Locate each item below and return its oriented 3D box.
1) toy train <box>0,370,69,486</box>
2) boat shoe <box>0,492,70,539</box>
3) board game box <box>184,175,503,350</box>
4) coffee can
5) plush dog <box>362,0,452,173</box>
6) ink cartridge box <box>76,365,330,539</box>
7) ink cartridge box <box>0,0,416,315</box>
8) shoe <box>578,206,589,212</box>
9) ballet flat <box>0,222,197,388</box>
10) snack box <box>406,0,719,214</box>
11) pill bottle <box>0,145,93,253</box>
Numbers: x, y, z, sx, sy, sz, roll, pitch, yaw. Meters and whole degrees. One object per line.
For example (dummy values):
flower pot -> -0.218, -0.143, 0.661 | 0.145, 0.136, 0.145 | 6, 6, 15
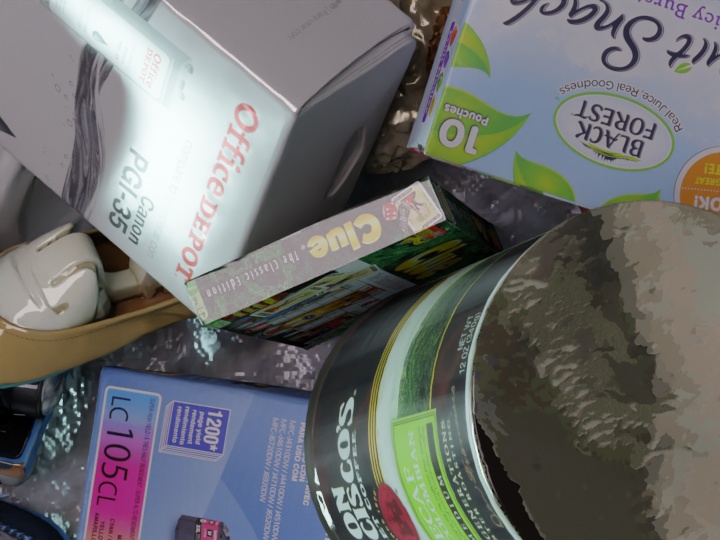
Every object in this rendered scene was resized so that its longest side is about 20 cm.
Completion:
toy train -> -0.235, 0.051, 1.142 | 0.199, 0.114, 0.087 | 11, 53, 7
boat shoe -> -0.237, 0.144, 1.164 | 0.199, 0.069, 0.085 | -1, 86, 20
board game box -> 0.000, 0.000, 1.008 | 0.105, 0.200, 0.024 | -26, 82, 8
coffee can -> 0.076, 0.061, 0.935 | 0.146, 0.200, 0.147 | 3, 80, -18
plush dog -> -0.003, -0.127, 1.064 | 0.200, 0.160, 0.172 | -14, 87, 48
ink cartridge box -> -0.023, 0.123, 1.084 | 0.199, 0.076, 0.137 | 7, 89, 19
ink cartridge box -> -0.092, -0.098, 1.010 | 0.200, 0.083, 0.147 | 40, 140, 13
shoe -> 0.124, -0.009, 1.038 | 0.200, 0.071, 0.091 | 32, 94, 16
ballet flat -> -0.107, -0.003, 1.081 | 0.199, 0.063, 0.069 | -17, 57, -18
snack box -> 0.116, -0.122, 0.962 | 0.142, 0.053, 0.201 | 17, 93, -7
pill bottle -> -0.214, -0.089, 1.149 | 0.200, 0.113, 0.113 | 33, 98, 19
